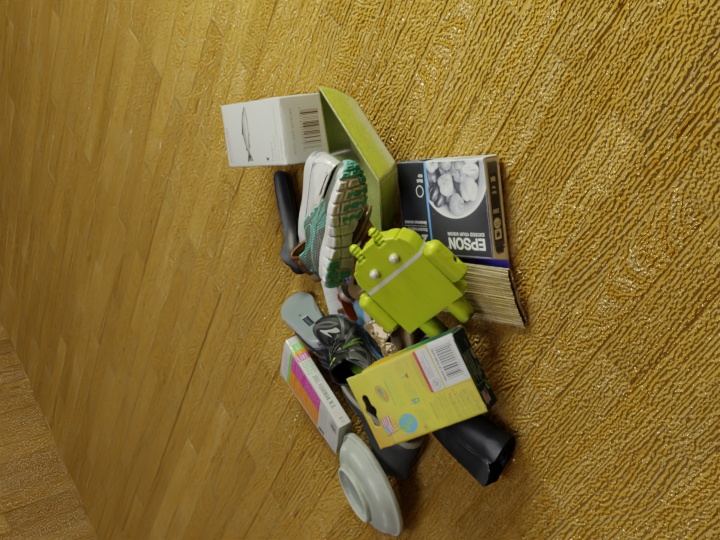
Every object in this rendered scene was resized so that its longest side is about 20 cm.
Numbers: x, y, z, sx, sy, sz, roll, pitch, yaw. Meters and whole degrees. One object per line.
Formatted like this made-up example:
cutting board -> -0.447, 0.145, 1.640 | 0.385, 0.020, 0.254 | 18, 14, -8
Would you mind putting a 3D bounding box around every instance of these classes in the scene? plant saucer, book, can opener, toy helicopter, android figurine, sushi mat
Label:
plant saucer -> 0.006, 0.392, 1.654 | 0.200, 0.050, 0.201 | 52, 156, 34
book -> -0.084, 0.235, 1.743 | 0.201, 0.048, 0.134 | 56, 160, 24
plant saucer -> 0.006, -0.175, 1.466 | 0.200, 0.048, 0.200 | 59, 171, 23
can opener -> -0.127, -0.090, 1.732 | 0.063, 0.078, 0.202 | 48, -153, -83
toy helicopter -> 0.000, 0.000, 1.512 | 0.133, 0.079, 0.200 | -56, 18, 8
android figurine -> 0.072, 0.018, 1.367 | 0.200, 0.041, 0.182 | 44, 127, -12
sushi mat -> 0.159, 0.030, 1.377 | 0.199, 0.012, 0.096 | 9, 126, 49

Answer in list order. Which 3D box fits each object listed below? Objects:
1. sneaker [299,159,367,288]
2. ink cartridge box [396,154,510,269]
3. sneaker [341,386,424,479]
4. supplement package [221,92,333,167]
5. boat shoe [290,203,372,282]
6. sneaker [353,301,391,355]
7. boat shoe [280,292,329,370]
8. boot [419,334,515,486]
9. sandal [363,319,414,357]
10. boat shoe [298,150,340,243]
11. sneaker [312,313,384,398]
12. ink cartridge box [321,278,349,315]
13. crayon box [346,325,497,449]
sneaker -> -0.051, -0.078, 1.414 | 0.091, 0.077, 0.201 | 27, 112, 36
ink cartridge box -> 0.137, -0.069, 1.380 | 0.197, 0.043, 0.202 | 5, 107, 53
sneaker -> 0.024, 0.274, 1.620 | 0.200, 0.074, 0.107 | 44, 134, 36
supplement package -> -0.145, -0.248, 1.640 | 0.199, 0.117, 0.118 | 6, 107, 53
boat shoe -> -0.050, -0.051, 1.498 | 0.200, 0.067, 0.072 | -43, 24, 47
sneaker -> 0.030, 0.132, 1.569 | 0.090, 0.078, 0.202 | -11, 85, 56
boat shoe -> -0.086, 0.117, 1.724 | 0.091, 0.071, 0.200 | 61, 172, -30
boot -> 0.157, 0.212, 1.425 | 0.200, 0.065, 0.166 | 42, 134, 40
sandal -> 0.036, 0.081, 1.481 | 0.078, 0.069, 0.213 | 125, 145, -56
boat shoe -> -0.056, -0.100, 1.556 | 0.066, 0.072, 0.201 | 29, 123, 39
sneaker -> -0.022, 0.137, 1.502 | 0.200, 0.082, 0.071 | 47, 131, 41
ink cartridge box -> -0.040, -0.010, 1.647 | 0.094, 0.037, 0.202 | -16, 86, 54
crayon box -> 0.090, 0.178, 1.389 | 0.199, 0.051, 0.128 | -25, 91, 29
